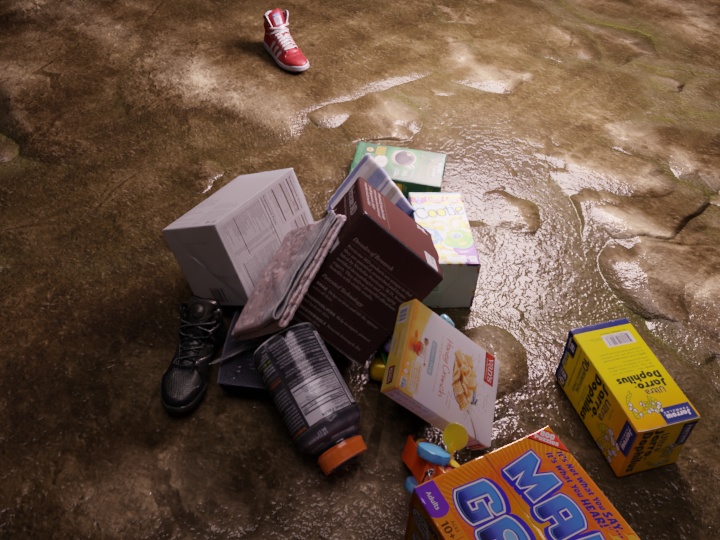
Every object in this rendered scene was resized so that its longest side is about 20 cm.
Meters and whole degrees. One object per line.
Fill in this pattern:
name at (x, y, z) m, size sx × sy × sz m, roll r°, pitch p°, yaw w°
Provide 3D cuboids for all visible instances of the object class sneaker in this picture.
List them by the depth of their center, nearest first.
sneaker at (-0.262, 0.117, 1.190) m, size 0.075 × 0.116 × 0.201 m, roll 9°, pitch 44°, yaw 9°
sneaker at (-0.195, -0.597, 1.980) m, size 0.070 × 0.114 × 0.200 m, roll -22°, pitch 48°, yaw -26°

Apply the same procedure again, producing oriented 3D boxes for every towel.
towel at (-0.113, 0.009, 1.166) m, size 0.032 × 0.190 × 0.202 m, roll 36°, pitch 66°, yaw -18°
towel at (0.015, -0.117, 1.465) m, size 0.024 × 0.147 × 0.201 m, roll 23°, pitch 23°, yaw -43°

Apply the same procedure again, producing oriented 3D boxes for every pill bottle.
pill bottle at (-0.067, 0.186, 1.103) m, size 0.105 × 0.107 × 0.202 m, roll -22°, pitch 73°, yaw -27°

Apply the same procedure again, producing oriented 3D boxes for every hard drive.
hard drive at (-0.149, 0.122, 1.243) m, size 0.132 × 0.043 × 0.202 m, roll 6°, pitch 42°, yaw 2°

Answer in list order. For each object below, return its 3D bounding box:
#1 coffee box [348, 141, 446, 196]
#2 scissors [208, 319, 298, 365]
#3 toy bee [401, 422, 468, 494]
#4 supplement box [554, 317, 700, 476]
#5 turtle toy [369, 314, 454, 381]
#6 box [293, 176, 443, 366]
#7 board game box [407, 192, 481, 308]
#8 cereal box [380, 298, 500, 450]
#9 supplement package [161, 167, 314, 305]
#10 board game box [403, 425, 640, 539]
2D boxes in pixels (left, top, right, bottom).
coffee box at (0.079, -0.210, 1.627) m, size 0.196 × 0.045 × 0.124 m, roll 8°, pitch 43°, yaw 5°
scissors at (-0.152, 0.103, 1.225) m, size 0.196 × 0.014 × 0.074 m, roll -14°, pitch 47°, yaw -18°
toy bee at (0.114, 0.286, 1.027) m, size 0.107 × 0.133 × 0.201 m, roll 20°, pitch 25°, yaw -5°
supplement box at (0.395, 0.187, 1.165) m, size 0.107 × 0.110 × 0.201 m, roll -9°, pitch 43°, yaw -15°
turtle toy at (0.088, 0.132, 1.207) m, size 0.143 × 0.102 × 0.202 m, roll 10°, pitch 42°, yaw 6°
box at (0.000, 0.000, 1.210) m, size 0.163 × 0.201 × 0.167 m, roll 36°, pitch 18°, yaw -17°
board game box at (0.144, -0.040, 1.400) m, size 0.101 × 0.106 × 0.202 m, roll -1°, pitch 43°, yaw -6°
cereal box at (0.123, 0.154, 1.122) m, size 0.199 × 0.039 × 0.146 m, roll 35°, pitch 52°, yaw -28°
supplement package at (-0.197, -0.057, 1.320) m, size 0.150 × 0.153 × 0.200 m, roll -1°, pitch 31°, yaw 42°
board game box at (0.182, 0.351, 0.897) m, size 0.197 × 0.202 × 0.201 m, roll -17°, pitch 46°, yaw -22°
